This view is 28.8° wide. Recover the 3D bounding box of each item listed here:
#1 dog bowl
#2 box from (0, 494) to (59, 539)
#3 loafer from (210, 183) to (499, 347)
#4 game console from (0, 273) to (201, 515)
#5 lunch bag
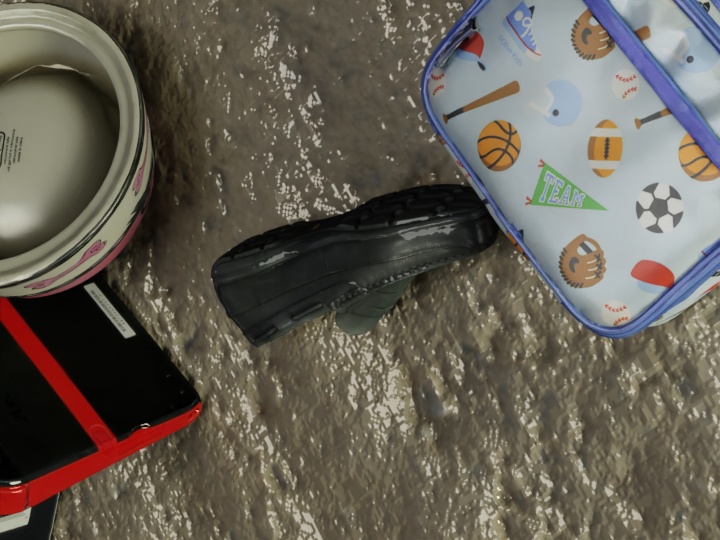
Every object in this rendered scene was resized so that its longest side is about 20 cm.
[{"bbox_3d":[-0.224,-0.072,0.924,0.197,0.074,0.203,-4,70,12],"label":"dog bowl"},{"bbox_3d":[-0.323,0.116,1.046,0.199,0.117,0.199,27,111,33],"label":"box"},{"bbox_3d":[0.000,0.000,0.819,0.199,0.068,0.071,-15,105,35],"label":"loafer"},{"bbox_3d":[-0.227,0.058,0.930,0.200,0.176,0.031,46,135,23],"label":"game console"},{"bbox_3d":[0.128,-0.082,0.701,0.160,0.075,0.201,-45,70,30],"label":"lunch bag"}]
